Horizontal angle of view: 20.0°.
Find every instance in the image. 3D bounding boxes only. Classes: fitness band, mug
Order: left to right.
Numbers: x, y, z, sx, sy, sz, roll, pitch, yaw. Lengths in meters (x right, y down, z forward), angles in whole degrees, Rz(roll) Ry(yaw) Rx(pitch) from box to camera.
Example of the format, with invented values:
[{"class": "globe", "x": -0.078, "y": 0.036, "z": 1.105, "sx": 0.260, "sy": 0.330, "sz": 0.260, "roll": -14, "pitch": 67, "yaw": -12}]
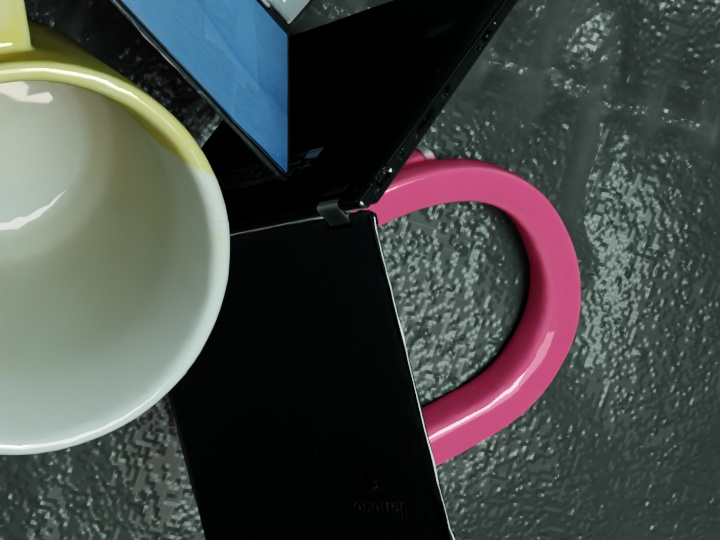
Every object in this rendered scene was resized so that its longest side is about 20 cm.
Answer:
[{"class": "mug", "x": -0.129, "y": -0.045, "z": 0.793, "sx": 0.148, "sy": 0.153, "sz": 0.188, "roll": 22, "pitch": 104, "yaw": -22}, {"class": "fitness band", "x": 0.008, "y": 0.028, "z": 0.943, "sx": 0.199, "sy": 0.037, "sz": 0.145, "roll": -26, "pitch": 116, "yaw": -11}]

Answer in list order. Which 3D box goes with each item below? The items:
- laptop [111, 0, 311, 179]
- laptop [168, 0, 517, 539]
[{"class": "laptop", "x": -0.050, "y": -0.176, "z": 0.786, "sx": 0.200, "sy": 0.116, "sz": 0.187, "roll": -50, "pitch": 117, "yaw": -13}, {"class": "laptop", "x": 0.000, "y": 0.000, "z": 0.807, "sx": 0.116, "sy": 0.187, "sz": 0.201, "roll": 45, "pitch": 64, "yaw": -22}]
